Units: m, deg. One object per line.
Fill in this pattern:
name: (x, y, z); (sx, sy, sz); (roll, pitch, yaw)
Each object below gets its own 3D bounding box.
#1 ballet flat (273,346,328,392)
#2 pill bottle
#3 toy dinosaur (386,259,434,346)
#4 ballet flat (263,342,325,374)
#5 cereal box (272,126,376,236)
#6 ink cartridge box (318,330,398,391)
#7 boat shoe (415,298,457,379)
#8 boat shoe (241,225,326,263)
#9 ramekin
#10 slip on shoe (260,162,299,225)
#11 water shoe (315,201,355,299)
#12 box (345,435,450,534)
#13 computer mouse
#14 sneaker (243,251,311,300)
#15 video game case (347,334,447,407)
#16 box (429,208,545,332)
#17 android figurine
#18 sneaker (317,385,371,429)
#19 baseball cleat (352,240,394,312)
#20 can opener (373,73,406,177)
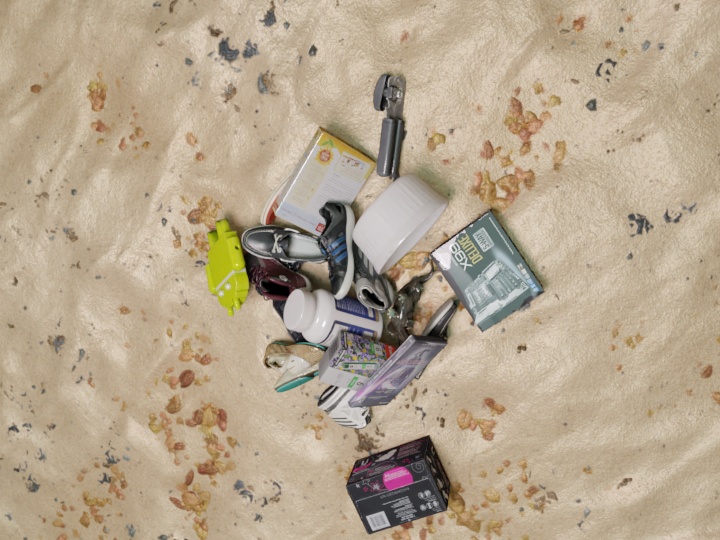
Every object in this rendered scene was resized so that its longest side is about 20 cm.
ballet flat: (-0.116, 0.219, 1.400); (0.196, 0.067, 0.064); (-23, 68, 13)
pill bottle: (-0.058, 0.104, 1.278); (0.197, 0.111, 0.112); (18, 109, -34)
toy dinosaur: (0.098, 0.067, 1.297); (0.075, 0.102, 0.205); (15, 91, -2)
ballet flat: (-0.150, 0.198, 1.348); (0.070, 0.066, 0.198); (41, 150, -28)
cereal box: (-0.076, -0.177, 1.275); (0.142, 0.040, 0.202); (24, 109, -32)
ink cartridge box: (0.022, 0.203, 1.264); (0.196, 0.051, 0.110); (20, 124, -21)
boat shoe: (0.155, 0.151, 1.308); (0.060, 0.074, 0.202); (35, 110, 4)
boat shoe: (-0.158, -0.057, 1.310); (0.195, 0.060, 0.078); (4, 90, -11)
ramekin: (0.074, -0.097, 1.215); (0.098, 0.200, 0.201); (45, 107, 9)
slip on shoe: (-0.146, -0.168, 1.315); (0.061, 0.074, 0.200); (43, 102, -2)
water shoe: (-0.059, -0.041, 1.247); (0.077, 0.071, 0.205); (11, 67, -25)
box: (0.088, 0.482, 1.371); (0.197, 0.115, 0.134); (-24, 97, 17)
computer mouse: (-0.140, 0.079, 1.376); (0.137, 0.053, 0.203); (-34, 80, 19)
sneaker: (-0.207, 0.011, 1.310); (0.196, 0.115, 0.077); (21, 100, 20)
video game case: (0.077, 0.207, 1.238); (0.200, 0.142, 0.019); (-48, 60, 19)
box: (0.261, 0.001, 1.264); (0.156, 0.050, 0.202); (-34, 93, 17)
android figurine: (-0.297, -0.003, 1.347); (0.181, 0.040, 0.205); (-31, 69, 53)
sneaker: (0.007, 0.280, 1.380); (0.200, 0.076, 0.115); (-40, 103, 20)
baseball cleat: (0.000, 0.000, 1.293); (0.200, 0.106, 0.070); (47, 111, 4)
can opener: (0.055, -0.299, 1.259); (0.066, 0.053, 0.205); (19, 108, 42)
